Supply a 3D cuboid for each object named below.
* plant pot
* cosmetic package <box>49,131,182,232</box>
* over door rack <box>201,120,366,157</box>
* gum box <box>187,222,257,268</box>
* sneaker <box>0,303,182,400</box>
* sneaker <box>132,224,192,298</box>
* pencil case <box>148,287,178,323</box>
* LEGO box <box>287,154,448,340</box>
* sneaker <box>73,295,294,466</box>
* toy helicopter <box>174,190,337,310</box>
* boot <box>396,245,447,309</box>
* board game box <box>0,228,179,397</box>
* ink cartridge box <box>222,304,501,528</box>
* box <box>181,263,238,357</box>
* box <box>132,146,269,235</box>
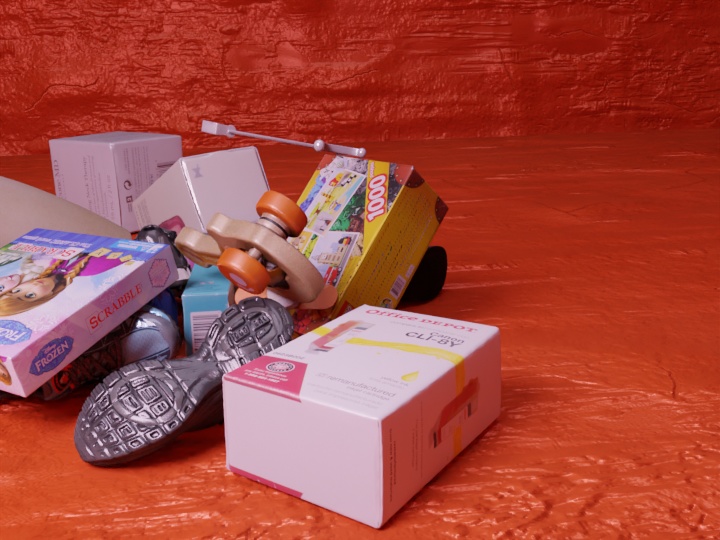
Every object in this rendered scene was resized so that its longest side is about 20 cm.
[{"bbox_3d":[-0.389,-0.015,0.967,0.197,0.190,0.187,8,9,-30],"label":"plant pot"},{"bbox_3d":[-0.461,-0.172,1.512,0.198,0.170,0.165,9,19,36],"label":"cosmetic package"},{"bbox_3d":[-0.091,-0.082,0.919,0.197,0.150,0.066,6,8,-23],"label":"over door rack"},{"bbox_3d":[-0.134,-0.031,1.094,0.113,0.067,0.199,-17,2,41],"label":"gum box"},{"bbox_3d":[-0.267,0.090,0.746,0.196,0.080,0.096,-9,26,2],"label":"sneaker"},{"bbox_3d":[-0.237,-0.009,0.951,0.066,0.092,0.200,-18,-3,-12],"label":"sneaker"},{"bbox_3d":[-0.294,0.055,0.831,0.196,0.079,0.087,-1,-14,5],"label":"pencil case"},{"bbox_3d":[-0.020,-0.015,0.842,0.148,0.202,0.077,15,-19,47],"label":"LEGO box"},{"bbox_3d":[-0.138,0.106,0.658,0.198,0.091,0.076,-28,60,-19],"label":"sneaker"},{"bbox_3d":[-0.106,-0.008,0.749,0.198,0.132,0.079,11,62,45],"label":"toy helicopter"},{"bbox_3d":[0.000,0.000,1.029,0.172,0.070,0.199,13,23,41],"label":"boot"},{"bbox_3d":[-0.311,0.028,0.747,0.197,0.042,0.200,6,32,28],"label":"board game box"},{"bbox_3d":[0.009,0.100,0.631,0.143,0.085,0.199,8,18,32],"label":"ink cartridge box"},{"bbox_3d":[-0.163,0.036,0.886,0.048,0.084,0.200,-2,15,-6],"label":"box"},{"bbox_3d":[-0.233,-0.090,1.164,0.127,0.111,0.199,-17,-3,-37],"label":"box"}]
